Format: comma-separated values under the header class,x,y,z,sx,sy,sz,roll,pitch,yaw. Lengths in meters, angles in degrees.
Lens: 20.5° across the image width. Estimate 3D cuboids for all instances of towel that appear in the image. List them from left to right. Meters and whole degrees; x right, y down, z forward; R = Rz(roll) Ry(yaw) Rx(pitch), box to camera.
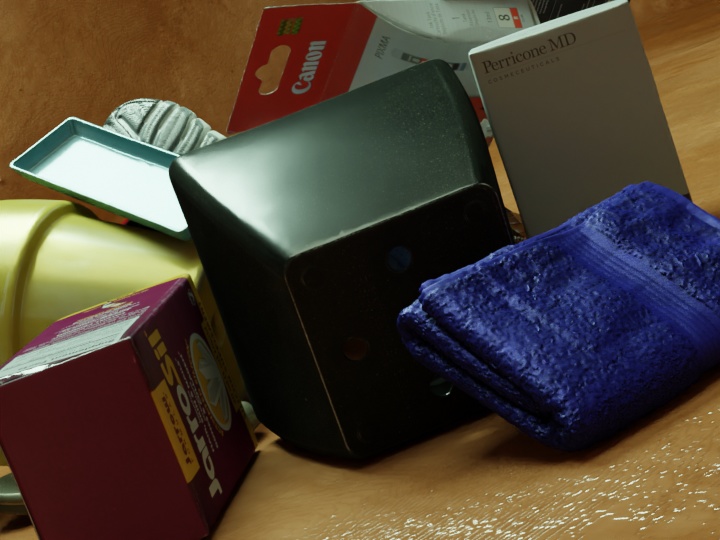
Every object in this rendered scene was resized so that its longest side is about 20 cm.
class,x,y,z,sx,sy,sz,roll,pitch,yaw
towel,0.136,0.017,1.113,0.200,0.050,0.148,-27,42,-34

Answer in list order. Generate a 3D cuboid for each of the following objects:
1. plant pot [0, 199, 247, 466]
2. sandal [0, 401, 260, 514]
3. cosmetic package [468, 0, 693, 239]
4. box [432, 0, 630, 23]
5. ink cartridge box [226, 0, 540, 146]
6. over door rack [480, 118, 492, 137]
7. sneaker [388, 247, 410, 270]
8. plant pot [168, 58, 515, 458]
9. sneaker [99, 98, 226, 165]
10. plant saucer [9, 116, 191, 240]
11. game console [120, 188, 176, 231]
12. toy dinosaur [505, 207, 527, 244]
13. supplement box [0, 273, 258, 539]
class,x,y,z,sx,sy,sz,roll,pitch,yaw
plant pot,-0.185,0.046,1.480,0.188,0.201,0.201,-1,14,19
sandal,-0.167,0.118,1.383,0.199,0.054,0.080,-19,8,11
cosmetic package,0.151,-0.066,1.295,0.113,0.201,0.081,-20,8,7
box,0.111,-0.180,1.506,0.158,0.048,0.200,-7,-28,-11
ink cartridge box,0.015,-0.133,1.447,0.199,0.050,0.162,-7,-28,-19
over door rack,0.159,-0.063,1.448,0.067,0.148,0.200,-20,6,42
sneaker,-0.001,-0.001,1.398,0.111,0.200,0.077,-34,50,-7
plant pot,0.015,0.005,1.245,0.199,0.201,0.177,-21,19,-8
sneaker,-0.109,-0.060,1.559,0.200,0.116,0.075,24,72,29
plant saucer,-0.175,-0.068,1.489,0.200,0.019,0.070,20,51,40
game console,-0.091,-0.001,1.567,0.031,0.200,0.177,-69,12,-17
toy dinosaur,0.089,-0.021,1.567,0.102,0.136,0.200,-56,-26,-3
supplement box,-0.145,0.092,1.236,0.103,0.131,0.200,-19,9,9
